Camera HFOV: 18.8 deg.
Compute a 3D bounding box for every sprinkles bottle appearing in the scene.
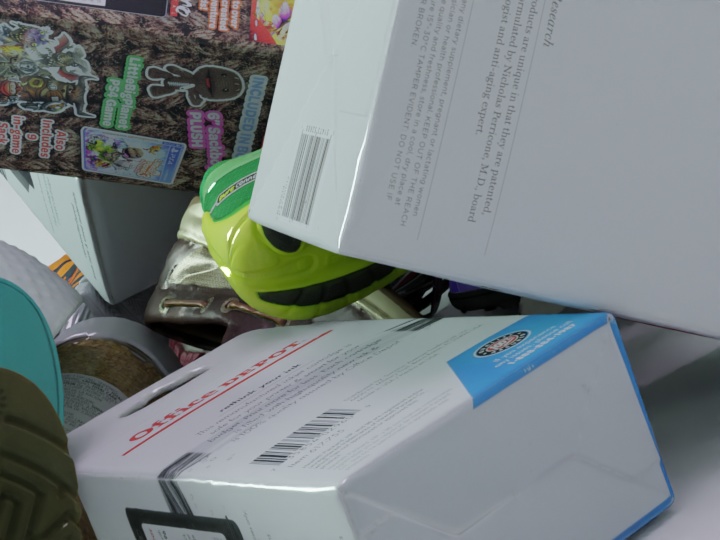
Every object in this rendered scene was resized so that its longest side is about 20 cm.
[{"bbox_3d":[-0.117,0.078,0.846,0.068,0.069,0.200,-19,13,12],"label":"sprinkles bottle"}]

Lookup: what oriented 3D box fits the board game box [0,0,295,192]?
[{"bbox_3d":[-0.055,-0.122,0.914,0.198,0.097,0.160,7,54,-6],"label":"board game box"}]

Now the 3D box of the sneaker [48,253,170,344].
[{"bbox_3d":[-0.129,0.038,1.061,0.112,0.078,0.200,-34,14,26],"label":"sneaker"}]

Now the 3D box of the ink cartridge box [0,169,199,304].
[{"bbox_3d":[-0.110,-0.097,1.036,0.145,0.084,0.200,-27,47,-19],"label":"ink cartridge box"}]

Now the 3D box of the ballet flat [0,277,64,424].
[{"bbox_3d":[-0.133,0.090,0.691,0.073,0.073,0.201,-19,46,11],"label":"ballet flat"}]

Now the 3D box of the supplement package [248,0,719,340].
[{"bbox_3d":[0.081,-0.048,0.713,0.199,0.121,0.121,12,3,-17],"label":"supplement package"}]

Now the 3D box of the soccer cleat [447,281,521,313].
[{"bbox_3d":[0.109,-0.045,0.961,0.199,0.074,0.068,-29,14,-28],"label":"soccer cleat"}]

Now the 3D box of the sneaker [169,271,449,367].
[{"bbox_3d":[0.000,0.000,0.975,0.200,0.075,0.081,-40,32,-10],"label":"sneaker"}]

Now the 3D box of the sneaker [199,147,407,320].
[{"bbox_3d":[0.030,-0.049,0.814,0.199,0.074,0.084,-19,40,-22],"label":"sneaker"}]

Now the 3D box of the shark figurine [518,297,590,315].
[{"bbox_3d":[0.163,-0.042,0.872,0.214,0.089,0.129,-25,44,27],"label":"shark figurine"}]

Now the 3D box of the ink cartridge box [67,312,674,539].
[{"bbox_3d":[-0.011,0.068,0.708,0.116,0.068,0.199,-29,15,-33],"label":"ink cartridge box"}]

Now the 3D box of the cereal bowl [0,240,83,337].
[{"bbox_3d":[-0.199,0.061,0.840,0.200,0.083,0.200,-51,5,7],"label":"cereal bowl"}]

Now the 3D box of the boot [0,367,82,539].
[{"bbox_3d":[-0.159,0.108,0.605,0.066,0.177,0.199,16,-8,-33],"label":"boot"}]

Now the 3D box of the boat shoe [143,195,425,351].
[{"bbox_3d":[-0.021,0.033,0.856,0.200,0.072,0.072,28,81,45],"label":"boat shoe"}]
